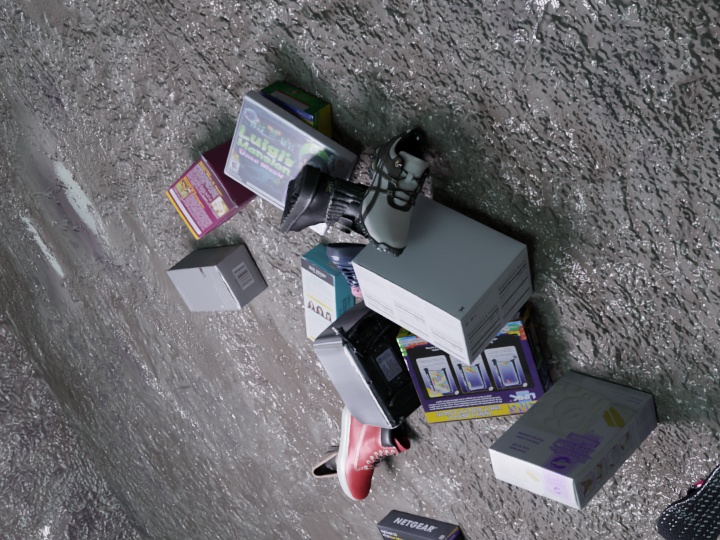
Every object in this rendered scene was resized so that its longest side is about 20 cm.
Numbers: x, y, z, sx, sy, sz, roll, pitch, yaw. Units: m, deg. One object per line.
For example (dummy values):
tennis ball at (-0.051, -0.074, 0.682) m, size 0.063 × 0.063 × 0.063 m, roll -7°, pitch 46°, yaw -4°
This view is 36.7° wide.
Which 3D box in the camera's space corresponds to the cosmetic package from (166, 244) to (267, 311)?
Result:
cosmetic package at (-0.285, 0.017, 2.144) m, size 0.200 × 0.090 × 0.107 m, roll -9°, pitch 116°, yaw 51°

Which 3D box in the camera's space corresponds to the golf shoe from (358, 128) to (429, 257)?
golf shoe at (0.051, -0.116, 1.525) m, size 0.078 × 0.200 × 0.094 m, roll 18°, pitch 143°, yaw -24°

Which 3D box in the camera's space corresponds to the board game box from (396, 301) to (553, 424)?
board game box at (0.176, 0.142, 1.639) m, size 0.200 × 0.057 × 0.166 m, roll -9°, pitch 117°, yaw 24°

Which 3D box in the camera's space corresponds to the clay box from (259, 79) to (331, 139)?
clay box at (-0.101, -0.195, 1.750) m, size 0.115 × 0.048 × 0.200 m, roll 29°, pitch 139°, yaw 29°

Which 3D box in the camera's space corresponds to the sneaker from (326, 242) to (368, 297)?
sneaker at (0.000, 0.000, 1.679) m, size 0.070 × 0.200 × 0.082 m, roll 7°, pitch 89°, yaw 22°

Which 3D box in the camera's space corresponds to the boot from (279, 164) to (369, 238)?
boot at (-0.035, -0.088, 1.661) m, size 0.157 × 0.080 × 0.211 m, roll 16°, pitch 168°, yaw -13°

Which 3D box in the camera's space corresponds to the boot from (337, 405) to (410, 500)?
boot at (0.031, 0.354, 2.040) m, size 0.144 × 0.072 × 0.201 m, roll 15°, pitch 110°, yaw 41°

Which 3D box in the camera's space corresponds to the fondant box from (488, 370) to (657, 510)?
fondant box at (0.297, 0.231, 1.510) m, size 0.144 × 0.200 × 0.058 m, roll 13°, pitch 130°, yaw 44°

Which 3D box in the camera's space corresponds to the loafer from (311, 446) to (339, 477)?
loafer at (-0.031, 0.388, 2.190) m, size 0.072 × 0.063 × 0.200 m, roll 56°, pitch 147°, yaw -3°

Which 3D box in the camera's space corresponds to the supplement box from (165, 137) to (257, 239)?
supplement box at (-0.259, -0.147, 1.958) m, size 0.110 × 0.086 × 0.200 m, roll 56°, pitch 147°, yaw -4°

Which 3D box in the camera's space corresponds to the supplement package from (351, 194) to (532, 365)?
supplement package at (0.119, 0.008, 1.553) m, size 0.200 × 0.156 × 0.111 m, roll 29°, pitch 154°, yaw 32°

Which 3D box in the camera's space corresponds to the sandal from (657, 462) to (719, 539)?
sandal at (0.488, 0.321, 1.510) m, size 0.075 × 0.045 × 0.200 m, roll 39°, pitch 131°, yaw 11°

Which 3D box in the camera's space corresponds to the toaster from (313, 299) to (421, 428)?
toaster at (0.040, 0.131, 1.755) m, size 0.119 × 0.181 × 0.200 m, roll -13°, pitch 111°, yaw 56°

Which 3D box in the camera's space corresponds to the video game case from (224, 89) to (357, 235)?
video game case at (-0.115, -0.167, 1.719) m, size 0.200 × 0.023 × 0.182 m, roll 33°, pitch 139°, yaw 7°

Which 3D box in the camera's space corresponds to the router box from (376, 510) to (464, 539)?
router box at (0.139, 0.567, 2.154) m, size 0.200 × 0.052 × 0.158 m, roll -2°, pitch 118°, yaw 52°

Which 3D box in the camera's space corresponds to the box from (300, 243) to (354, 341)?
box at (-0.056, 0.055, 1.925) m, size 0.082 × 0.049 × 0.200 m, roll 31°, pitch 141°, yaw 30°
